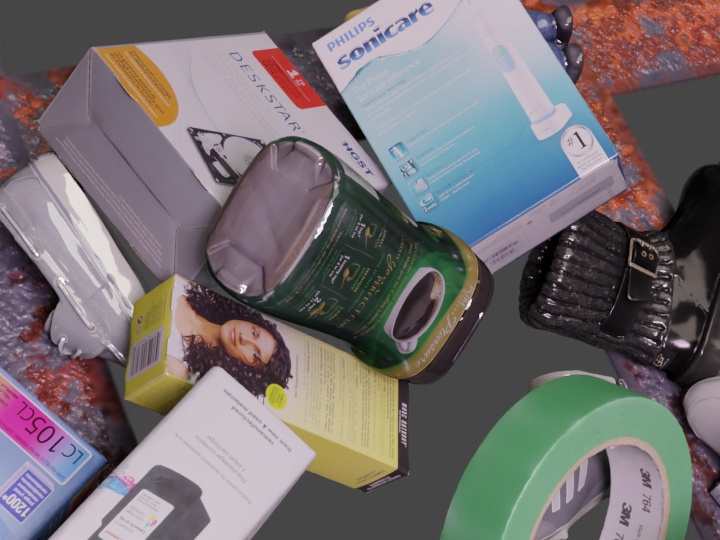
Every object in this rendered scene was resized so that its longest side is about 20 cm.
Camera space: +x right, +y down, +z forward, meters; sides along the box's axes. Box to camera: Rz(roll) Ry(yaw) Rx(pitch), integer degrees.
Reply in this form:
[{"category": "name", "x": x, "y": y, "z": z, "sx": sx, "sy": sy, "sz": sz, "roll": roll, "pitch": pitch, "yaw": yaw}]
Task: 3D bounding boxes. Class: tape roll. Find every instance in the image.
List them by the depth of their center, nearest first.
[{"category": "tape roll", "x": 0.132, "y": 0.168, "z": 1.032, "sx": 0.200, "sy": 0.202, "sz": 0.048, "roll": -31, "pitch": 34, "yaw": -34}]

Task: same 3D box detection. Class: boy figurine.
[{"category": "boy figurine", "x": 0.079, "y": -0.174, "z": 1.302, "sx": 0.198, "sy": 0.065, "sz": 0.125, "roll": -2, "pitch": 61, "yaw": -22}]

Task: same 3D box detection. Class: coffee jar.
[{"category": "coffee jar", "x": 0.000, "y": 0.000, "z": 1.031, "sx": 0.085, "sy": 0.105, "sz": 0.200, "roll": 34, "pitch": 2, "yaw": 41}]

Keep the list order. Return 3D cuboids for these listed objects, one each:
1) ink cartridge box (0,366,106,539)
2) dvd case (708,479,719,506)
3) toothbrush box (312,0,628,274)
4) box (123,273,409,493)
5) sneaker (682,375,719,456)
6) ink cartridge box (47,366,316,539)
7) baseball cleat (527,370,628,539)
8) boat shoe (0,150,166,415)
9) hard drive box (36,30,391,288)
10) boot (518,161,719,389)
[{"category": "ink cartridge box", "x": -0.266, "y": 0.148, "z": 0.959, "sx": 0.136, "sy": 0.076, "sz": 0.200, "roll": 39, "pitch": 55, "yaw": 5}, {"category": "dvd case", "x": 0.365, "y": 0.207, "z": 1.203, "sx": 0.142, "sy": 0.018, "sz": 0.201, "roll": -26, "pitch": 71, "yaw": -33}, {"category": "toothbrush box", "x": 0.078, "y": -0.112, "z": 1.182, "sx": 0.146, "sy": 0.085, "sz": 0.201, "roll": -33, "pitch": 71, "yaw": 4}, {"category": "box", "x": -0.055, "y": 0.077, "z": 1.056, "sx": 0.199, "sy": 0.050, "sz": 0.076, "roll": 26, "pitch": 50, "yaw": -34}, {"category": "sneaker", "x": 0.299, "y": 0.141, "z": 1.142, "sx": 0.099, "sy": 0.075, "sz": 0.199, "roll": -28, "pitch": 47, "yaw": -34}, {"category": "ink cartridge box", "x": -0.132, "y": 0.174, "z": 0.950, "sx": 0.083, "sy": 0.146, "sz": 0.200, "roll": 40, "pitch": 54, "yaw": 4}, {"category": "baseball cleat", "x": 0.123, "y": 0.133, "z": 1.120, "sx": 0.199, "sy": 0.070, "sz": 0.107, "roll": -24, "pitch": 84, "yaw": -42}, {"category": "boat shoe", "x": -0.177, "y": 0.021, "z": 1.081, "sx": 0.071, "sy": 0.070, "sz": 0.202, "roll": -32, "pitch": 86, "yaw": -3}, {"category": "hard drive box", "x": -0.096, "y": -0.078, "z": 1.119, "sx": 0.156, "sy": 0.077, "sz": 0.200, "roll": 50, "pitch": 29, "yaw": 12}, {"category": "boot", "x": 0.213, "y": -0.023, "z": 1.249, "sx": 0.157, "sy": 0.080, "sz": 0.212, "roll": 23, "pitch": 55, "yaw": -6}]
